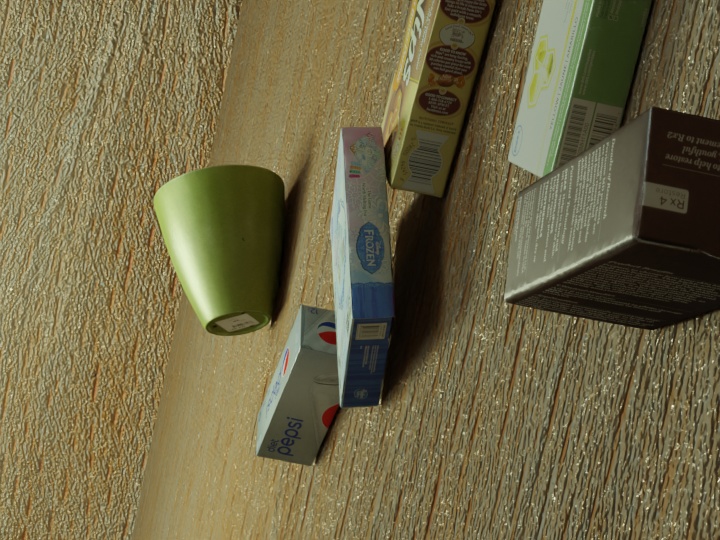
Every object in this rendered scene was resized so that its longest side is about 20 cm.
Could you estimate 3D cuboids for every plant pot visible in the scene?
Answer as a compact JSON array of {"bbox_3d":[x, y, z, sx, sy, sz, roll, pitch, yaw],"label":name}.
[{"bbox_3d":[-0.183,-0.018,2.309,0.187,0.187,0.200,124,139,-61],"label":"plant pot"}]

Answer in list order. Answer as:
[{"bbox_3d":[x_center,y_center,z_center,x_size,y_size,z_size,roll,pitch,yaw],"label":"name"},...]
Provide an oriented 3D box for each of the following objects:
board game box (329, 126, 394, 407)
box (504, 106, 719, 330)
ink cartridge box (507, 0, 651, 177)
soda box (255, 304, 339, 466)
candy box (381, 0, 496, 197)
[{"bbox_3d":[0.000,0.000,1.568,0.200,0.043,0.199,98,169,-62],"label":"board game box"},{"bbox_3d":[0.156,-0.022,0.885,0.200,0.100,0.075,151,129,-74],"label":"box"},{"bbox_3d":[0.142,-0.144,1.186,0.200,0.048,0.146,-136,57,-73],"label":"ink cartridge box"},{"bbox_3d":[-0.058,0.128,1.799,0.200,0.068,0.063,114,164,-44],"label":"soda box"},{"bbox_3d":[0.068,-0.181,1.527,0.115,0.055,0.200,-109,32,-67],"label":"candy box"}]
